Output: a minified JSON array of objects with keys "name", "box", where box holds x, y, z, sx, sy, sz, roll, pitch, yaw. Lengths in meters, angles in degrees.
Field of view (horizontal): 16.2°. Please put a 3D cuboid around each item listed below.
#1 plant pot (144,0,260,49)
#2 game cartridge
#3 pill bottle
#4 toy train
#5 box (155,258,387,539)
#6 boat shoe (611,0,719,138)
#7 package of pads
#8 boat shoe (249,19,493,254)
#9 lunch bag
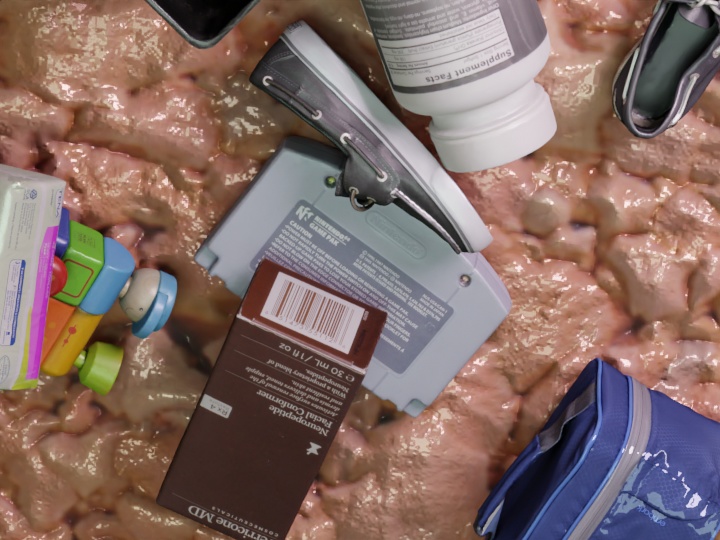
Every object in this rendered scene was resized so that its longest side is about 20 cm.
[{"name":"plant pot","box":[-0.090,-0.295,1.576,0.200,0.178,0.199,43,111,-13]},{"name":"game cartridge","box":[0.000,0.000,1.774,0.200,0.041,0.133,36,116,-10]},{"name":"pill bottle","box":[0.060,-0.170,1.649,0.110,0.111,0.201,-15,111,13]},{"name":"toy train","box":[-0.223,0.058,1.808,0.115,0.085,0.200,24,115,-19]},{"name":"box","box":[-0.065,0.098,1.780,0.100,0.075,0.200,23,130,-1]},{"name":"boat shoe","box":[0.230,-0.170,1.655,0.072,0.063,0.200,29,114,-6]},{"name":"package of pads","box":[-0.301,-0.005,1.733,0.199,0.068,0.155,15,101,32]},{"name":"boat shoe","box":[0.003,-0.077,1.703,0.066,0.070,0.200,-43,94,1]},{"name":"lunch bag","box":[0.159,0.171,1.776,0.132,0.136,0.200,29,115,-6]}]
